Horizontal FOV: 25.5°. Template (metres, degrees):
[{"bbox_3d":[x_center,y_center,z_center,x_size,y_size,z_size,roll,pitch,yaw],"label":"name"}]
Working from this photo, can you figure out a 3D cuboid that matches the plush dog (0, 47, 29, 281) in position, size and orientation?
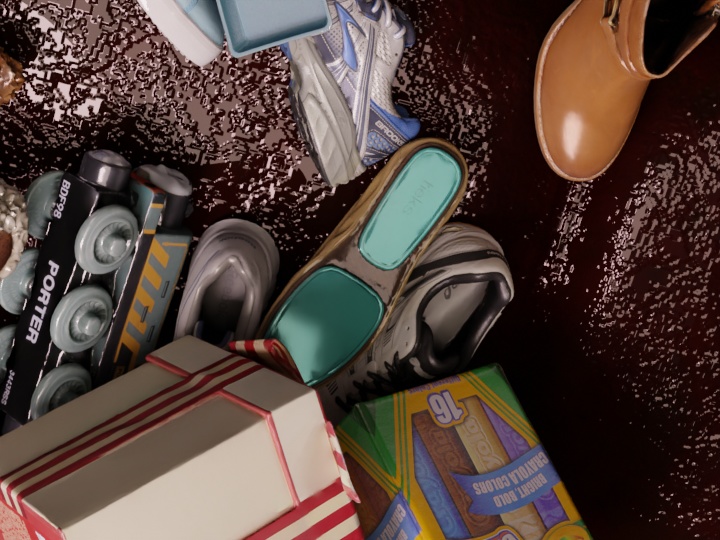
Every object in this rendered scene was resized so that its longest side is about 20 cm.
[{"bbox_3d":[-0.302,-0.087,0.971,0.199,0.160,0.173,11,92,-25],"label":"plush dog"}]

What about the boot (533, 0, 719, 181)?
[{"bbox_3d":[0.169,-0.131,0.964,0.076,0.155,0.201,19,108,-11],"label":"boot"}]

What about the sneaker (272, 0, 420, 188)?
[{"bbox_3d":[-0.014,-0.157,0.993,0.085,0.077,0.201,-21,118,-7],"label":"sneaker"}]

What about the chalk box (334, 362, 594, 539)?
[{"bbox_3d":[0.060,0.183,0.999,0.123,0.201,0.125,-11,154,-36],"label":"chalk box"}]

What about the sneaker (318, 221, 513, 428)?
[{"bbox_3d":[0.022,0.056,1.046,0.075,0.088,0.200,35,98,-22],"label":"sneaker"}]

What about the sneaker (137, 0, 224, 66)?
[{"bbox_3d":[-0.116,-0.223,0.951,0.081,0.074,0.201,-23,111,9],"label":"sneaker"}]

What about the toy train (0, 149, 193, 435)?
[{"bbox_3d":[-0.171,0.019,1.023,0.114,0.085,0.201,1,111,-53],"label":"toy train"}]

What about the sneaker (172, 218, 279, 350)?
[{"bbox_3d":[-0.103,0.068,1.040,0.074,0.087,0.202,9,100,0],"label":"sneaker"}]

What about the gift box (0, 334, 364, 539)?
[{"bbox_3d":[-0.087,0.159,0.913,0.186,0.200,0.186,-28,117,-27],"label":"gift box"}]

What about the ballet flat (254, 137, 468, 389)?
[{"bbox_3d":[0.000,0.000,1.033,0.069,0.063,0.200,40,90,-10],"label":"ballet flat"}]

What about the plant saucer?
[{"bbox_3d":[-0.069,-0.229,0.913,0.069,0.019,0.201,-12,99,26],"label":"plant saucer"}]
